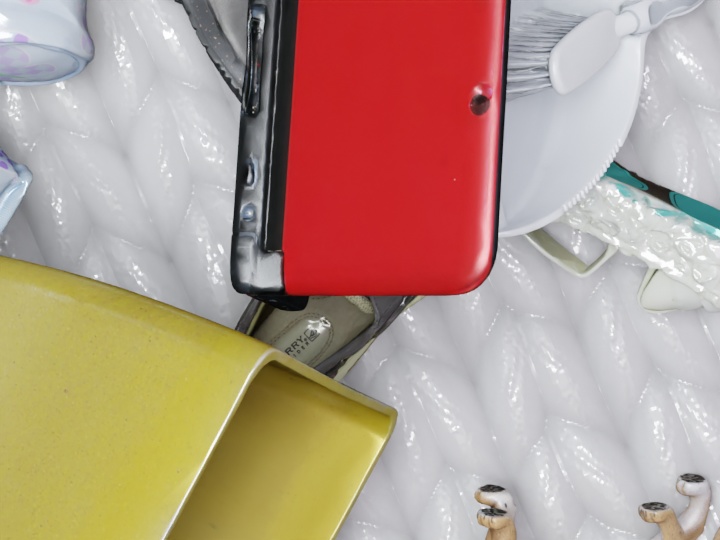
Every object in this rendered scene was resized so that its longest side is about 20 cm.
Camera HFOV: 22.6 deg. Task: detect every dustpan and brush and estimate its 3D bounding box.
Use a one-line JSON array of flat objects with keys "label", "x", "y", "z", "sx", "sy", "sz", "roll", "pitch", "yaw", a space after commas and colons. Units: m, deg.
[{"label": "dustpan and brush", "x": 0.113, "y": -0.114, "z": 0.863, "sx": 0.057, "sy": 0.200, "sz": 0.140, "roll": -2, "pitch": 112, "yaw": 33}]

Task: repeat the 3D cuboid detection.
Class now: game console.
[{"label": "game console", "x": 0.011, "y": -0.084, "z": 0.783, "sx": 0.118, "sy": 0.172, "sz": 0.201, "roll": 3, "pitch": 85, "yaw": 8}]

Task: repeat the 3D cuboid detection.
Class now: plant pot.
[{"label": "plant pot", "x": -0.127, "y": 0.098, "z": 0.802, "sx": 0.176, "sy": 0.200, "sz": 0.201, "roll": 27, "pitch": 87, "yaw": 20}]

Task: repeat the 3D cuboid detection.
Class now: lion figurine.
[{"label": "lion figurine", "x": 0.109, "y": 0.173, "z": 0.922, "sx": 0.199, "sy": 0.072, "sz": 0.123, "roll": -1, "pitch": 102, "yaw": -3}]

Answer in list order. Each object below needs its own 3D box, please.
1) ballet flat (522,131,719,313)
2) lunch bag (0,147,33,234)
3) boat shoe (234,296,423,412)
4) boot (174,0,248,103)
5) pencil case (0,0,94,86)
[{"label": "ballet flat", "x": 0.139, "y": -0.019, "z": 0.913, "sx": 0.199, "sy": 0.072, "sz": 0.072, "roll": 29, "pitch": 94, "yaw": 5}, {"label": "lunch bag", "x": -0.275, "y": -0.012, "z": 0.822, "sx": 0.169, "sy": 0.127, "sz": 0.200, "roll": 32, "pitch": 98, "yaw": -34}, {"label": "boat shoe", "x": 0.000, "y": 0.000, "z": 0.891, "sx": 0.073, "sy": 0.065, "sz": 0.200, "roll": 37, "pitch": 110, "yaw": 5}, {"label": "boot", "x": -0.029, "y": -0.152, "z": 0.904, "sx": 0.131, "sy": 0.070, "sz": 0.200, "roll": -37, "pitch": 97, "yaw": -2}, {"label": "pencil case", "x": -0.173, "y": -0.189, "z": 0.879, "sx": 0.083, "sy": 0.091, "sz": 0.201, "roll": 0, "pitch": 84, "yaw": -20}]
